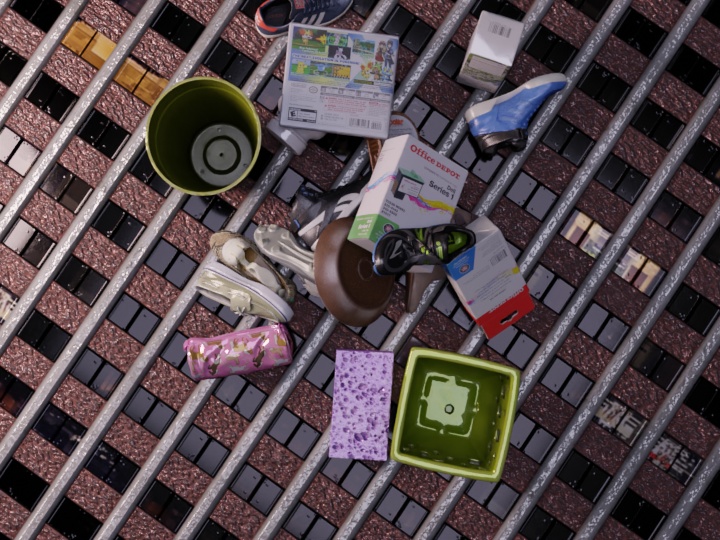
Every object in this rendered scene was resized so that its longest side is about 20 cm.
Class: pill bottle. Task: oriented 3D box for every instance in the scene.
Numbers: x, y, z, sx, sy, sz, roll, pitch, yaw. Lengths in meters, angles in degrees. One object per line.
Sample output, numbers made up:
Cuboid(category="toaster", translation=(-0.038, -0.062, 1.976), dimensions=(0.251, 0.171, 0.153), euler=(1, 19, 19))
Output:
Cuboid(category="pill bottle", translation=(-0.082, -0.317, 1.619), dimensions=(0.108, 0.109, 0.201), euler=(38, 89, 2))

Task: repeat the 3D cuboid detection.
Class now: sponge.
Cuboid(category="sponge", translation=(0.002, 0.249, 1.634), dimensions=(0.110, 0.030, 0.203), euler=(4, 88, 1))

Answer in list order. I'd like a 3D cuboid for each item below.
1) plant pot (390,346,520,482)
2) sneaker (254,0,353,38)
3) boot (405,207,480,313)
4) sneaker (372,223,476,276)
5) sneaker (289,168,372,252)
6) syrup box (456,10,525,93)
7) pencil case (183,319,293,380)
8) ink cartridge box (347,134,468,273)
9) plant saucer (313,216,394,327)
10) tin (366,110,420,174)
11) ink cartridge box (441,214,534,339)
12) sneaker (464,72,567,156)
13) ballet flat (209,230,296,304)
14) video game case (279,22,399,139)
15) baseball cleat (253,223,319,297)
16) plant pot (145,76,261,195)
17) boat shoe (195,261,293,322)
Cuboid(category="plant pot", translation=(0.161, 0.247, 1.557), dimensions=(0.196, 0.181, 0.203), euler=(12, 87, 1))
Cuboid(category="sneaker", translation=(-0.105, -0.495, 1.639), dimensions=(0.198, 0.085, 0.076), euler=(-23, 87, -1))
Cuboid(category="boot", translation=(0.161, -0.016, 1.629), dimensions=(0.144, 0.070, 0.203), euler=(4, 95, -8))
Cuboid(category="sneaker", translation=(0.107, -0.041, 1.456), dimensions=(0.198, 0.082, 0.072), euler=(-15, 98, -26))
Cuboid(category="sneaker", translation=(-0.055, -0.141, 1.629), dimensions=(0.112, 0.073, 0.200), euler=(42, 89, 2))
Cuboid(category="syrup box", translation=(0.231, -0.389, 1.573), dimensions=(0.078, 0.200, 0.082), euler=(18, 89, 1))
Cuboid(category="pencil case", translation=(-0.224, 0.148, 1.615), dimensions=(0.197, 0.083, 0.088), euler=(-12, 80, 1))
Cuboid(category="ink cartridge box", translation=(0.085, -0.116, 1.539), dimensions=(0.144, 0.084, 0.202), euler=(27, 77, -25))
Cuboid(category="plant saucer", translation=(0.000, 0.000, 1.577), dimensions=(0.199, 0.036, 0.203), euler=(9, 76, -43))
Cuboid(category="tin", translation=(0.072, -0.196, 1.619), dimensions=(0.111, 0.042, 0.203), euler=(-10, 87, -44))
Cuboid(category="ink cartridge box", translation=(0.229, 0.015, 1.595), dimensions=(0.116, 0.067, 0.201), euler=(-34, 124, -3))
Cuboid(category="sneaker", translation=(0.304, -0.283, 1.628), dimensions=(0.198, 0.077, 0.112), euler=(-22, 82, 4))
Cuboid(category="ballet flat", translation=(-0.200, -0.010, 1.624), dimensions=(0.199, 0.075, 0.068), euler=(40, 87, 2))
Cuboid(category="video game case", translation=(-0.038, -0.336, 1.557), dimensions=(0.197, 0.022, 0.185), euler=(6, 91, -4))
Cuboid(category="baseball cleat", translation=(-0.119, -0.010, 1.627), dimensions=(0.199, 0.107, 0.070), euler=(32, 58, 29))
Cuboid(category="plant pot", translation=(-0.264, -0.225, 1.575), dimensions=(0.197, 0.193, 0.203), euler=(0, 88, 1))
Cuboid(category="boat shoe", translation=(-0.214, 0.053, 1.607), dimensions=(0.198, 0.072, 0.062), euler=(26, 65, 22))
